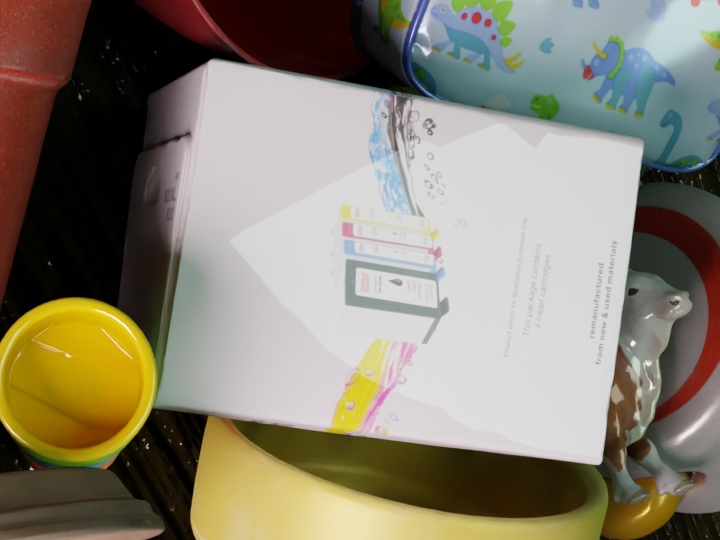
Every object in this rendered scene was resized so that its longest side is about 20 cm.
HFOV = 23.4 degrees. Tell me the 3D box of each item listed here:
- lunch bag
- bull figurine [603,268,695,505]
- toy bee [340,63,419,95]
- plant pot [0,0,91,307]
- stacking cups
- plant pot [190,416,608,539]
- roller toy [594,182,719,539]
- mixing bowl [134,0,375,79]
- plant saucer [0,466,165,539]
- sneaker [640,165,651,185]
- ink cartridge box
[{"bbox_3d":[0.107,-0.142,0.813,0.199,0.082,0.162,12,106,-29],"label":"lunch bag"},{"bbox_3d":[0.112,0.087,0.973,0.065,0.199,0.122,22,40,-62],"label":"bull figurine"},{"bbox_3d":[0.004,-0.101,0.900,0.131,0.108,0.201,-35,118,-40],"label":"toy bee"},{"bbox_3d":[-0.201,-0.034,0.619,0.200,0.200,0.197,5,97,-49],"label":"plant pot"},{"bbox_3d":[-0.116,0.055,0.718,0.060,0.200,0.061,1,80,-8],"label":"stacking cups"},{"bbox_3d":[0.005,0.172,0.867,0.200,0.200,0.190,-1,107,-49],"label":"plant pot"},{"bbox_3d":[0.185,0.048,1.059,0.200,0.183,0.140,-45,141,13],"label":"roller toy"},{"bbox_3d":[-0.061,-0.189,0.817,0.200,0.108,0.202,-6,98,-49],"label":"mixing bowl"},{"bbox_3d":[-0.173,0.103,0.648,0.199,0.199,0.030,2,74,-49],"label":"plant saucer"},{"bbox_3d":[0.154,-0.134,1.097,0.200,0.090,0.067,-68,180,-50],"label":"sneaker"},{"bbox_3d":[0.000,0.000,0.781,0.199,0.147,0.146,9,86,-16],"label":"ink cartridge box"}]
